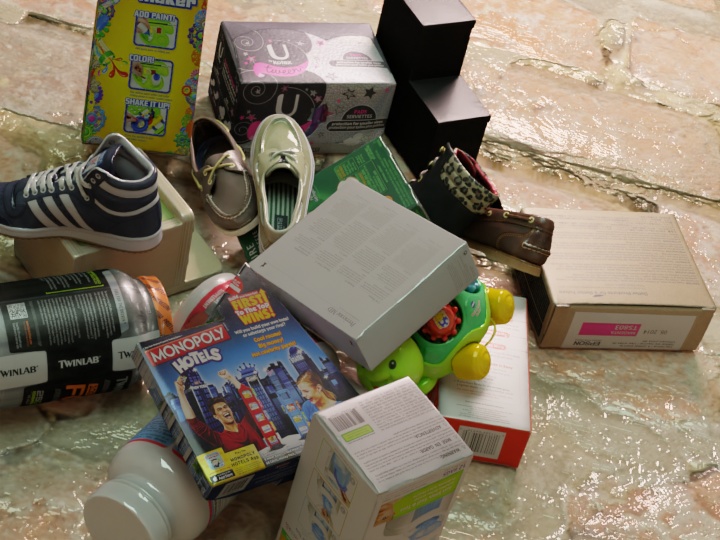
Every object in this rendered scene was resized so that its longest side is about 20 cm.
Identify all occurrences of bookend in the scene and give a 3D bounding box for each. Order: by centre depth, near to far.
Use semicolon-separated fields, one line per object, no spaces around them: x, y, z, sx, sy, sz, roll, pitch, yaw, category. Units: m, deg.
0.098;-0.238;1.984;0.091;0.201;0.199;-10;46;-25;bookend

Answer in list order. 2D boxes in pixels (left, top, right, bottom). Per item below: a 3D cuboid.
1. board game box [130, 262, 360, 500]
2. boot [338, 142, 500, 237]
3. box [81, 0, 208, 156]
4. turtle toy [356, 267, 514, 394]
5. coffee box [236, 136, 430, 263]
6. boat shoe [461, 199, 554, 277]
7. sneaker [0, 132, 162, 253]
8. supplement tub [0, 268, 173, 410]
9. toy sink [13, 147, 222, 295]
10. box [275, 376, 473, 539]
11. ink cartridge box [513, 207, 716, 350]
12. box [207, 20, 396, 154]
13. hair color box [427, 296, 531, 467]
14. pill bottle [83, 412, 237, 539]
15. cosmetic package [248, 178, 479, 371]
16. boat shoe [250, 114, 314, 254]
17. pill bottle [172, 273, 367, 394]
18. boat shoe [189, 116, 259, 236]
-0.111;0.099;1.487;0.199;0.062;0.201;-14;64;-38;board game box
0.059;-0.091;1.837;0.073;0.154;0.204;10;36;-52;boot
-0.246;-0.245;1.839;0.121;0.194;0.200;6;12;-9;box
0.061;0.058;1.646;0.145;0.101;0.201;0;45;32;turtle toy
-0.035;-0.051;1.780;0.199;0.044;0.123;-31;49;3;coffee box
0.146;-0.052;1.843;0.070;0.071;0.199;12;8;-43;boat shoe
-0.293;-0.085;1.608;0.198;0.109;0.070;9;44;-1;sneaker
-0.292;0.065;1.591;0.198;0.123;0.123;-8;46;-24;supplement tub
-0.253;-0.046;1.733;0.199;0.113;0.130;-18;51;-32;toy sink
0.008;0.211;1.460;0.112;0.201;0.101;-18;52;-34;box
0.286;0.009;1.861;0.198;0.075;0.166;3;44;-14;ink cartridge box
-0.073;-0.224;1.982;0.198;0.115;0.133;-3;44;-19;box
0.125;0.109;1.714;0.101;0.062;0.201;10;42;-4;hair color box
-0.164;0.184;1.508;0.108;0.109;0.200;30;43;17;pill bottle
0.000;0.000;1.623;0.150;0.052;0.200;-38;39;-17;cosmetic package
-0.082;-0.098;1.754;0.071;0.062;0.201;0;54;-8;boat shoe
-0.091;0.099;1.622;0.199;0.111;0.110;35;45;22;pill bottle
-0.157;-0.109;1.835;0.071;0.060;0.200;-29;35;3;boat shoe
